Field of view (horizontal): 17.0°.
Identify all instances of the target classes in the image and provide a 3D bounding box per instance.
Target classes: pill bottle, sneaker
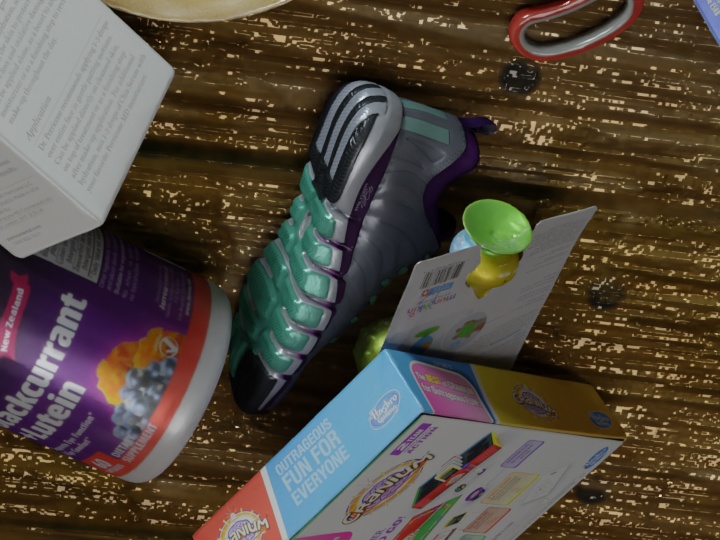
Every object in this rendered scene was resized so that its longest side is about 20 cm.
[{"bbox_3d":[-0.174,0.020,1.200,0.199,0.112,0.112,25,118,-20],"label":"pill bottle"},{"bbox_3d":[0.000,0.000,1.229,0.087,0.075,0.201,10,126,-24],"label":"sneaker"}]

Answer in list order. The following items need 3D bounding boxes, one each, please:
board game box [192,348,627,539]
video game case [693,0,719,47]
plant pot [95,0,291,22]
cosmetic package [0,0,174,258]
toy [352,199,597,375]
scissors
[{"bbox_3d":[0.030,0.113,1.262,0.153,0.040,0.200,-44,150,22],"label":"board game box"},{"bbox_3d":[0.270,-0.107,1.110,0.181,0.201,0.045,-33,158,16],"label":"video game case"},{"bbox_3d":[-0.077,-0.208,1.106,0.199,0.028,0.201,-3,125,-4],"label":"plant pot"},{"bbox_3d":[-0.190,-0.109,1.106,0.071,0.102,0.200,-18,128,43],"label":"cosmetic package"},{"bbox_3d":[0.036,0.033,1.242,0.115,0.047,0.200,-18,152,-33],"label":"toy"},{"bbox_3d":[0.159,-0.162,1.168,0.199,0.014,0.073,-22,121,8],"label":"scissors"}]
